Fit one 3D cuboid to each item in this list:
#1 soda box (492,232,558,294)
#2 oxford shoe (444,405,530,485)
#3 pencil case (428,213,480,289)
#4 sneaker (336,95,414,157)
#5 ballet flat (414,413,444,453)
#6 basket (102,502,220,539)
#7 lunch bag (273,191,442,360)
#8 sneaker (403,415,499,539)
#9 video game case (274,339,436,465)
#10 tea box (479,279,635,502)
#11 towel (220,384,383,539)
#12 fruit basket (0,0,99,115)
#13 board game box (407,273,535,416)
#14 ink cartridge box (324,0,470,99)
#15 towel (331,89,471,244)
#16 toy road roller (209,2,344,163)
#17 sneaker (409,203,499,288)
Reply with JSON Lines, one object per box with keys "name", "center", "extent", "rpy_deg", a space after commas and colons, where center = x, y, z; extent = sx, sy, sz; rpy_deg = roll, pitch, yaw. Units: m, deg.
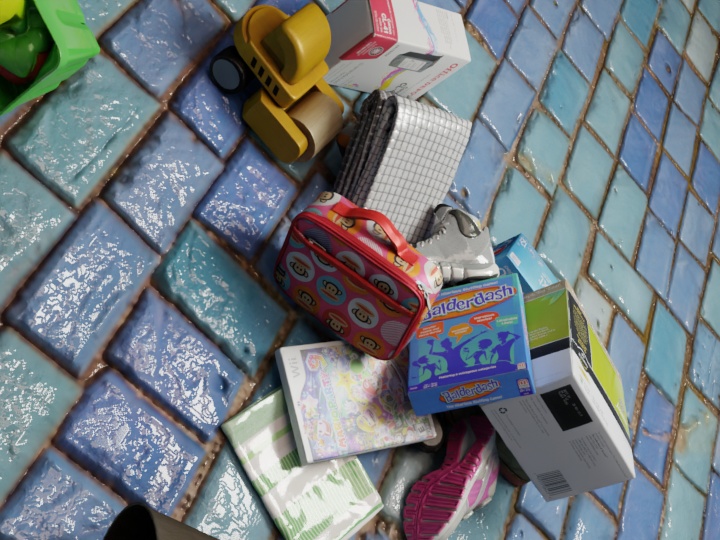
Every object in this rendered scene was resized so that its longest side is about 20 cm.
{"name": "soda box", "center": [0.268, 0.047, 1.423], "extent": [0.200, 0.068, 0.064], "rpy_deg": [52, 47, -10]}
{"name": "oxford shoe", "center": [0.200, 0.228, 1.327], "extent": [0.200, 0.075, 0.071], "rpy_deg": [41, 49, -22]}
{"name": "pencil case", "center": [0.143, 0.016, 1.362], "extent": [0.090, 0.083, 0.201], "rpy_deg": [6, 66, -21]}
{"name": "sneaker", "center": [0.027, -0.214, 1.380], "extent": [0.199, 0.076, 0.092], "rpy_deg": [-15, 69, -48]}
{"name": "ballet flat", "center": [0.058, 0.152, 1.264], "extent": [0.066, 0.057, 0.201], "rpy_deg": [-14, 75, -19]}
{"name": "basket", "center": [-0.155, 0.340, 0.926], "extent": [0.199, 0.136, 0.182], "rpy_deg": [25, 60, -36]}
{"name": "lunch bag", "center": [0.000, 0.000, 1.147], "extent": [0.199, 0.177, 0.082], "rpy_deg": [35, 46, 8]}
{"name": "sneaker", "center": [0.133, 0.293, 1.234], "extent": [0.200, 0.081, 0.088], "rpy_deg": [-50, 127, -29]}
{"name": "video game case", "center": [-0.003, 0.157, 1.171], "extent": [0.199, 0.018, 0.144], "rpy_deg": [-4, 71, -35]}
{"name": "tea box", "center": [0.263, 0.160, 1.254], "extent": [0.200, 0.133, 0.197], "rpy_deg": [55, 27, -26]}
{"name": "towel", "center": [-0.064, 0.237, 1.124], "extent": [0.152, 0.023, 0.201], "rpy_deg": [-31, 93, -44]}
{"name": "fruit basket", "center": [-0.390, -0.277, 0.962], "extent": [0.215, 0.155, 0.217], "rpy_deg": [37, 40, -38]}
{"name": "board game box", "center": [0.139, 0.091, 1.202], "extent": [0.200, 0.151, 0.045], "rpy_deg": [-84, 156, -56]}
{"name": "ink cartridge box", "center": [0.042, -0.330, 1.381], "extent": [0.199, 0.147, 0.086], "rpy_deg": [4, 69, -40]}
{"name": "towel", "center": [0.052, -0.138, 1.297], "extent": [0.165, 0.085, 0.201], "rpy_deg": [8, 107, -46]}
{"name": "toy road roller", "center": [-0.087, -0.258, 1.233], "extent": [0.200, 0.146, 0.123], "rpy_deg": [51, 47, -12]}
{"name": "sneaker", "center": [0.090, -0.035, 1.289], "extent": [0.199, 0.075, 0.116], "rpy_deg": [0, 75, -17]}
